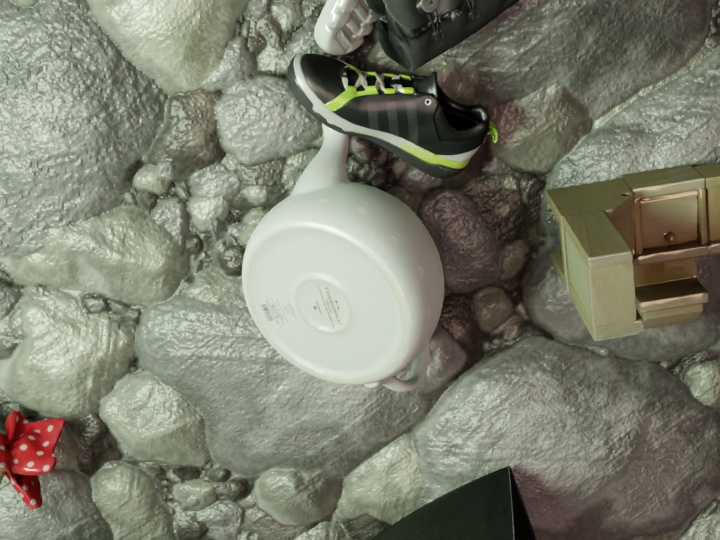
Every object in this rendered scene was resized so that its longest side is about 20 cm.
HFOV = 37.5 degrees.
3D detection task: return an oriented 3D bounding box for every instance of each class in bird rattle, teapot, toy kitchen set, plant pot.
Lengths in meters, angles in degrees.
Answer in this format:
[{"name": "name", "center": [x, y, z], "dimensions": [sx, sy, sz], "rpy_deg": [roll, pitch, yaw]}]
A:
[{"name": "bird rattle", "center": [-0.383, 0.166, 0.987], "dimensions": [0.113, 0.163, 0.200], "rpy_deg": [-35, 103, 27]}, {"name": "teapot", "center": [0.000, 0.000, 0.973], "dimensions": [0.197, 0.146, 0.200], "rpy_deg": [32, 129, 9]}, {"name": "toy kitchen set", "center": [0.293, 0.012, 0.985], "dimensions": [0.200, 0.180, 0.163], "rpy_deg": [-9, 113, 2]}, {"name": "plant pot", "center": [0.102, 0.355, 1.103], "dimensions": [0.177, 0.200, 0.200], "rpy_deg": [-15, 113, 13]}]

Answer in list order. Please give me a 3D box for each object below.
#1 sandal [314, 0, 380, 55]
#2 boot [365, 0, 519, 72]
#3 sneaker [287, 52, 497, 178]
[{"name": "sandal", "center": [0.012, -0.281, 0.906], "dimensions": [0.050, 0.082, 0.203], "rpy_deg": [41, 107, 25]}, {"name": "boot", "center": [0.087, -0.284, 0.888], "dimensions": [0.200, 0.066, 0.165], "rpy_deg": [-28, 117, -4]}, {"name": "sneaker", "center": [0.033, -0.156, 0.941], "dimensions": [0.200, 0.072, 0.083], "rpy_deg": [22, 133, -25]}]
